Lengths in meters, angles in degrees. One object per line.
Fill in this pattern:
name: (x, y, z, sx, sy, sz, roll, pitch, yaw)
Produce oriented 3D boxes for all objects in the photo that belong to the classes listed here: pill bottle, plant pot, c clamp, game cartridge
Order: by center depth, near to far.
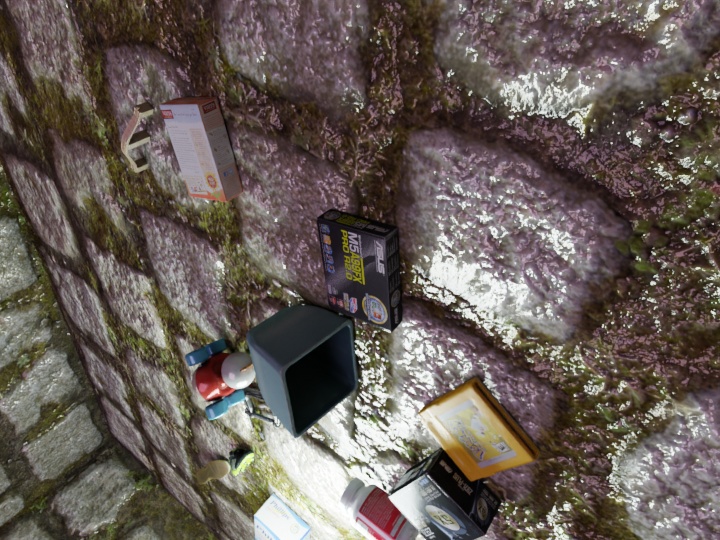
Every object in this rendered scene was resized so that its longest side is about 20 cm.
game cartridge: (0.215, 0.310, 1.031, 0.177, 0.032, 0.200, 49, 139, 6)
plant pot: (-0.143, 0.190, 1.176, 0.197, 0.194, 0.201, 26, 135, 38)
pill bottle: (0.046, 0.613, 1.347, 0.197, 0.112, 0.115, 28, 135, 27)
c clamp: (-0.295, 0.417, 1.605, 0.197, 0.027, 0.175, -5, 109, 47)

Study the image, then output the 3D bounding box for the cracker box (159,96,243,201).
cracker box: (-0.331, -0.254, 1.132, 0.131, 0.057, 0.205, 13, 127, 36)

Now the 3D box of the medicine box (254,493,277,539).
medicine box: (-0.273, 0.914, 1.874, 0.180, 0.103, 0.204, 31, 136, 24)

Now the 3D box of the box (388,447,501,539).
box: (0.174, 0.493, 1.158, 0.164, 0.086, 0.201, 45, 139, 8)

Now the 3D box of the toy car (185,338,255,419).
toy car: (-0.342, 0.274, 1.478, 0.196, 0.176, 0.189, -21, 90, 20)

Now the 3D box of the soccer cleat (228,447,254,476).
soccer cleat: (-0.416, 0.644, 1.852, 0.082, 0.066, 0.201, 55, 142, 15)

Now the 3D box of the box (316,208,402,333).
box: (0.000, 0.000, 1.006, 0.157, 0.044, 0.205, 20, 130, 34)

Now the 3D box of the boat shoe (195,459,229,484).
boat shoe: (-0.554, 0.756, 2.061, 0.197, 0.064, 0.075, -27, 88, 32)

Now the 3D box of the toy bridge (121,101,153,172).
toy bridge: (-0.532, -0.309, 1.278, 0.027, 0.067, 0.201, 43, 139, 9)
